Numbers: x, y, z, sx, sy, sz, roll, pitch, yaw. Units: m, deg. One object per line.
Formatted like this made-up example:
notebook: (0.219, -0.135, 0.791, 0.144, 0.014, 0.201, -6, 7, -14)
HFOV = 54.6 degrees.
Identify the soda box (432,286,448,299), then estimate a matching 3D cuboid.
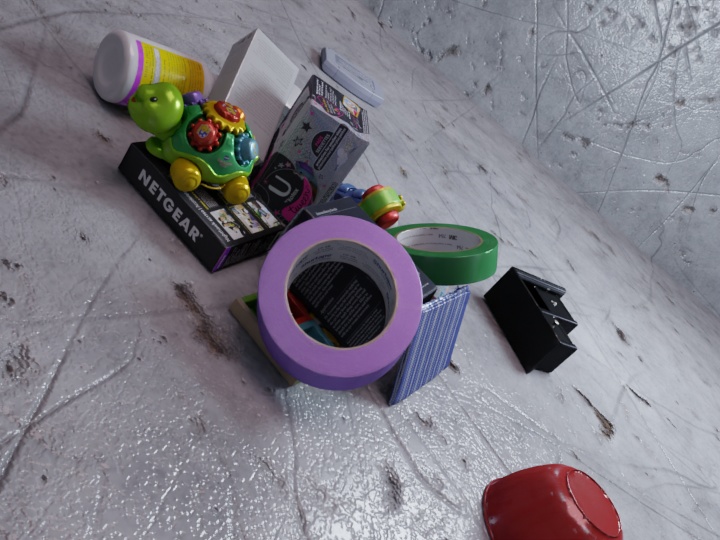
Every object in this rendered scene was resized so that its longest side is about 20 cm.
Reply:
soda box: (0.116, 0.021, 1.224, 0.063, 0.069, 0.200, 39, 26, -2)

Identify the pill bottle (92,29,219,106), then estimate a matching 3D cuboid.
pill bottle: (-0.305, -0.294, 1.089, 0.198, 0.105, 0.105, 5, 43, -50)

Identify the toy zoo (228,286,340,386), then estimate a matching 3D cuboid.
toy zoo: (-0.073, 0.074, 0.941, 0.132, 0.021, 0.199, 48, 26, 13)

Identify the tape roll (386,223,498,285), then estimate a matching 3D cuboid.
tape roll: (0.128, -0.030, 1.153, 0.196, 0.049, 0.201, 0, 18, 0)

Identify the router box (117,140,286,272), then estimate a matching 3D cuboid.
router box: (-0.216, -0.100, 0.973, 0.200, 0.051, 0.149, 46, 28, 10)

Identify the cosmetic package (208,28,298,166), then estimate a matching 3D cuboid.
cosmetic package: (-0.179, -0.269, 1.106, 0.101, 0.070, 0.203, 39, 53, -34)

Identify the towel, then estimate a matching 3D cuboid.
towel: (0.102, 0.102, 1.015, 0.024, 0.148, 0.199, 21, 18, 25)

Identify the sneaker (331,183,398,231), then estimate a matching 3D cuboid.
sneaker: (-0.008, -0.120, 1.256, 0.200, 0.083, 0.074, 47, 29, 13)

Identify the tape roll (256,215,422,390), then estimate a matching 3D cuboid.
tape roll: (-0.027, 0.038, 0.845, 0.196, 0.066, 0.204, 3, 68, -9)

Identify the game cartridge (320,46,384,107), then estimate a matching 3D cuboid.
game cartridge: (-0.024, -0.528, 1.910, 0.198, 0.041, 0.134, 30, 25, -23)

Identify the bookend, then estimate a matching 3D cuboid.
bookend: (0.378, 0.115, 1.414, 0.197, 0.092, 0.202, 19, 35, -39)

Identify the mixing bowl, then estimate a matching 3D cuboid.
mixing bowl: (0.270, 0.333, 0.918, 0.198, 0.109, 0.201, 33, 27, -19)

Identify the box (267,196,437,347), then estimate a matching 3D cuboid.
box: (-0.010, 0.005, 0.989, 0.200, 0.105, 0.147, 46, 27, 11)

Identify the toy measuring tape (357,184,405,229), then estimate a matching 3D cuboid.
toy measuring tape: (0.007, -0.098, 1.133, 0.198, 0.074, 0.074, -17, 59, -42)

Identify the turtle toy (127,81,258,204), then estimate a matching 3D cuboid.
turtle toy: (-0.216, -0.181, 0.924, 0.198, 0.102, 0.147, 13, 37, -40)

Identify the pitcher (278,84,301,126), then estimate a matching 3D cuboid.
pitcher: (-0.168, -0.314, 1.280, 0.172, 0.121, 0.201, 46, 16, -22)

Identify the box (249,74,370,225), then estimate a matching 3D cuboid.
box: (-0.086, -0.179, 1.103, 0.113, 0.201, 0.133, 28, 28, -19)
